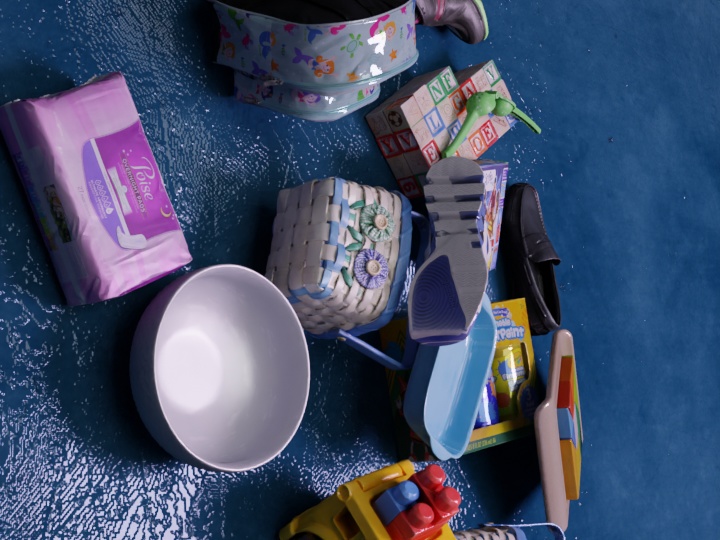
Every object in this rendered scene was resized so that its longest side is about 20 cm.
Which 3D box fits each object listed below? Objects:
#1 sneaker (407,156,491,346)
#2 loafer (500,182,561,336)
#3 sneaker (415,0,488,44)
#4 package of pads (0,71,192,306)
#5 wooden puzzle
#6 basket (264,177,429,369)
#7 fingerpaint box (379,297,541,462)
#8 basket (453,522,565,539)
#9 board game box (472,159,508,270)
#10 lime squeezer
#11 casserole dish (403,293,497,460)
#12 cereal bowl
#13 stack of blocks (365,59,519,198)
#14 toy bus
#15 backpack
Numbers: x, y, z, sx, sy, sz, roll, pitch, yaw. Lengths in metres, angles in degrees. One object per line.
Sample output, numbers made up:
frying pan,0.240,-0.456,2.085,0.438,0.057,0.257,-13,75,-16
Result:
sneaker,0.105,-0.007,1.401,0.115,0.081,0.199,62,32,-62
loafer,0.226,-0.016,1.710,0.068,0.070,0.201,4,79,-46
sneaker,0.076,-0.330,1.633,0.200,0.077,0.084,30,79,-35
package of pads,-0.245,-0.077,1.237,0.120,0.076,0.200,-28,102,-44
wooden puzzle,0.253,0.196,1.643,0.200,0.037,0.185,-59,143,-60
basket,0.000,0.000,1.416,0.200,0.139,0.176,26,64,-46
fingerpaint box,0.124,0.126,1.575,0.200,0.073,0.167,-6,87,-46
basket,0.150,0.373,1.502,0.200,0.139,0.176,10,74,-34
board game box,0.134,-0.061,1.562,0.200,0.034,0.135,-17,115,-73
lime squeezer,0.164,-0.186,1.621,0.200,0.038,0.071,-20,96,-47
casserole dish,0.096,0.110,1.456,0.121,0.039,0.200,48,53,-49
cereal bowl,-0.146,0.097,1.297,0.200,0.083,0.200,11,75,-43
stack of blocks,0.104,-0.187,1.629,0.200,0.059,0.115,-42,112,-42
toy bus,0.043,0.290,1.338,0.136,0.192,0.200,-12,63,-46
backpack,-0.042,-0.243,1.394,0.178,0.200,0.151,-33,125,-45
